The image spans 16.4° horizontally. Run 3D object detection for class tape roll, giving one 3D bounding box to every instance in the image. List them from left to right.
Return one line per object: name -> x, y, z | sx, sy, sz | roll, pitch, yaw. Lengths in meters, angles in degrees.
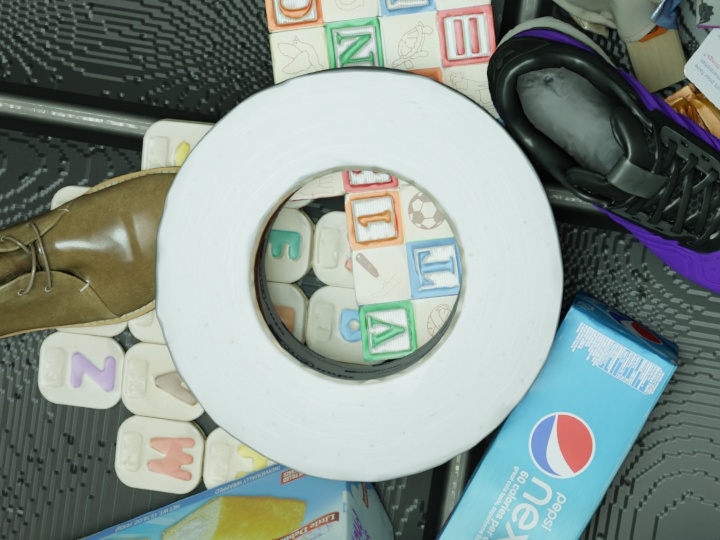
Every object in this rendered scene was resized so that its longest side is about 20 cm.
tape roll -> 0.000, 0.000, 1.223 | 0.199, 0.066, 0.202 | 0, 95, 2

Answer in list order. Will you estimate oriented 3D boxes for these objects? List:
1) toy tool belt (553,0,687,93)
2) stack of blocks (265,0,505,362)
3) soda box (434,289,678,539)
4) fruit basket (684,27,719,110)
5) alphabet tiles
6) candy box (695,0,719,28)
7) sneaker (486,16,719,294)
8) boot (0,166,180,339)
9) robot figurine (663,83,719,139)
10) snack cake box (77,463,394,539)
toy tool belt -> 0.174, -0.192, 1.231 | 0.123, 0.125, 0.200 | 39, 102, -23
stack of blocks -> 0.019, -0.058, 1.280 | 0.114, 0.059, 0.201 | -7, 94, 3
soda box -> 0.089, 0.114, 1.288 | 0.064, 0.068, 0.201 | 30, 100, 4
fruit basket -> 0.266, -0.112, 1.191 | 0.185, 0.094, 0.200 | 41, 85, -22
alphabet tiles -> -0.077, 0.022, 1.336 | 0.194, 0.015, 0.202 | 7, 96, 9
candy box -> 0.219, -0.209, 1.110 | 0.135, 0.061, 0.202 | 2, 81, 5
sneaker -> 0.139, -0.043, 1.189 | 0.200, 0.100, 0.070 | 35, 102, 3
boot -> -0.162, -0.001, 1.309 | 0.199, 0.075, 0.074 | -19, 86, 15
robot figurine -> 0.236, -0.021, 1.253 | 0.145, 0.058, 0.201 | -33, 89, 14
snack cake box -> -0.083, 0.175, 1.294 | 0.199, 0.115, 0.067 | -22, 114, 11
